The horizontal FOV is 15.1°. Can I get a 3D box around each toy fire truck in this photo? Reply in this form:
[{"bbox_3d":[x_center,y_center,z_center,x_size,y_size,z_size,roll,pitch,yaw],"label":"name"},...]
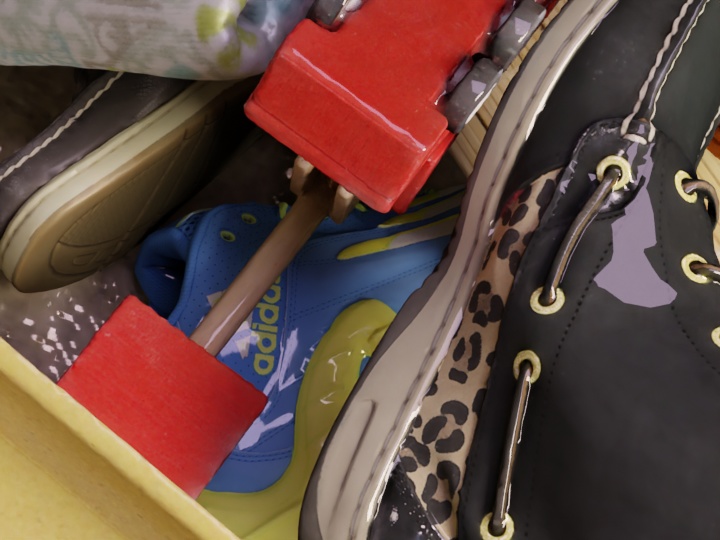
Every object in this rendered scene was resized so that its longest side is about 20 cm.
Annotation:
[{"bbox_3d":[-0.001,-0.036,0.723,0.049,0.141,0.200,36,52,2],"label":"toy fire truck"}]

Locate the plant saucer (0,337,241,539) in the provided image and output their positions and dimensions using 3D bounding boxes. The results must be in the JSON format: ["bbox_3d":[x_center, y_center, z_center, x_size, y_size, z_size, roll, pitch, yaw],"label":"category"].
[{"bbox_3d":[-0.083,0.139,0.666,0.200,0.048,0.200,41,99,-7],"label":"plant saucer"}]

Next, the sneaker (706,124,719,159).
[{"bbox_3d":[0.125,-0.119,0.791,0.092,0.076,0.200,-5,65,-18],"label":"sneaker"}]

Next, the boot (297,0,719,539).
[{"bbox_3d":[0.093,0.019,0.663,0.154,0.073,0.204,24,79,30],"label":"boot"}]

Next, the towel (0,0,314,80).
[{"bbox_3d":[-0.050,-0.127,0.778,0.200,0.171,0.048,-52,130,-33],"label":"towel"}]

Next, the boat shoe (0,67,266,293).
[{"bbox_3d":[-0.055,-0.065,0.808,0.066,0.072,0.201,43,49,5],"label":"boat shoe"}]

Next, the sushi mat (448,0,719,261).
[{"bbox_3d":[0.059,-0.062,0.792,0.096,0.012,0.200,-24,66,-17],"label":"sushi mat"}]

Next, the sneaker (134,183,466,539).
[{"bbox_3d":[0.000,0.000,0.802,0.105,0.076,0.200,44,57,-4],"label":"sneaker"}]
